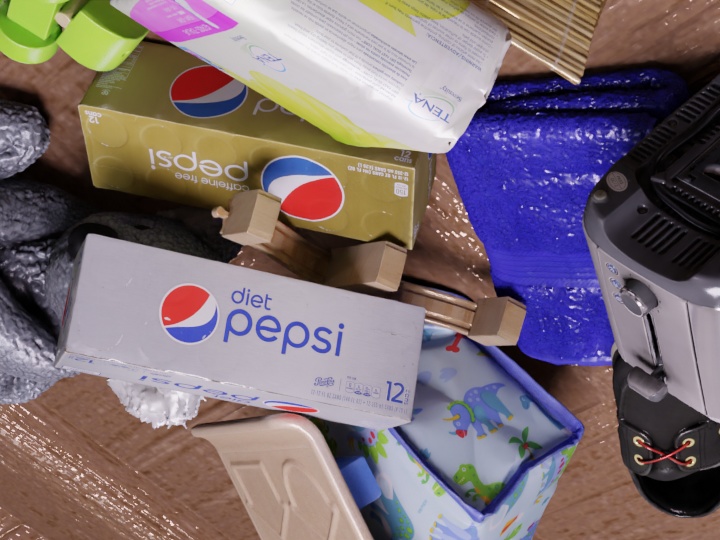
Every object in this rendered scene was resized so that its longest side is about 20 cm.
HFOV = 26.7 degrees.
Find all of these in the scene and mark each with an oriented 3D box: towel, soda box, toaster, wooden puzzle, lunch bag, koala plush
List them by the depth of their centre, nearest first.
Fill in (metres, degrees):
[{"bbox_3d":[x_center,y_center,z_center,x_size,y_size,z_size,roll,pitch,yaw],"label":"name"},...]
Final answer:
[{"bbox_3d":[0.203,-0.019,0.764,0.113,0.200,0.130,34,154,36],"label":"toaster"},{"bbox_3d":[-0.067,0.037,0.853,0.198,0.069,0.063,12,166,-14],"label":"soda box"},{"bbox_3d":[0.132,-0.021,0.868,0.146,0.050,0.201,-4,133,24],"label":"towel"},{"bbox_3d":[-0.057,-0.074,0.875,0.198,0.064,0.068,12,139,10],"label":"soda box"},{"bbox_3d":[-0.166,0.009,0.940,0.198,0.179,0.184,4,148,17],"label":"koala plush"},{"bbox_3d":[-0.017,0.171,0.960,0.201,0.046,0.185,60,157,-6],"label":"wooden puzzle"},{"bbox_3d":[0.029,0.108,0.991,0.200,0.127,0.171,41,143,22],"label":"lunch bag"}]

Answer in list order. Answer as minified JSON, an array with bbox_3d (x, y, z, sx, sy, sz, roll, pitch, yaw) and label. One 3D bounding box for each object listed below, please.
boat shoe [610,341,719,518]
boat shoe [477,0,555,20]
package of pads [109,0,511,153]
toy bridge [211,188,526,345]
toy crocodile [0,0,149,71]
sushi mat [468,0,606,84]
[{"bbox_3d":[0.191,0.094,0.909,0.073,0.064,0.202,2,154,19],"label":"boat shoe"},{"bbox_3d":[0.012,-0.167,0.758,0.199,0.072,0.076,30,155,-2],"label":"boat shoe"},{"bbox_3d":[-0.029,-0.118,0.720,0.154,0.069,0.200,29,178,-17],"label":"package of pads"},{"bbox_3d":[0.000,0.000,0.876,0.199,0.028,0.067,23,165,-29],"label":"toy bridge"},{"bbox_3d":[-0.208,-0.176,0.838,0.199,0.062,0.068,30,138,-4],"label":"toy crocodile"},{"bbox_3d":[0.034,-0.174,0.713,0.199,0.096,0.012,29,158,-10],"label":"sushi mat"}]
